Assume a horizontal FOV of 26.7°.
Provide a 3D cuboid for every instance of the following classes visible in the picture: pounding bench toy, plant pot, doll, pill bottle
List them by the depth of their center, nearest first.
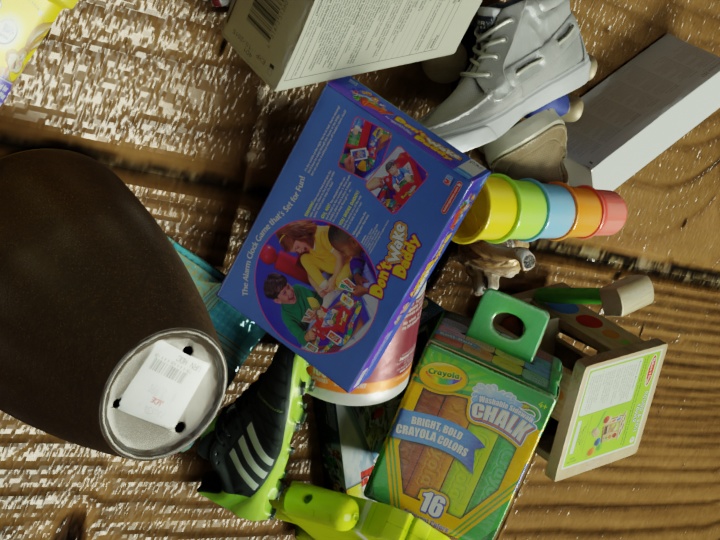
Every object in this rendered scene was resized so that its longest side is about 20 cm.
[{"bbox_3d":[-0.179,0.039,1.019,0.186,0.200,0.188,-18,122,-31],"label":"plant pot"},{"bbox_3d":[0.000,0.000,1.260,0.114,0.114,0.201,-16,126,-39],"label":"pill bottle"},{"bbox_3d":[0.127,-0.169,1.330,0.199,0.048,0.137,5,107,-47],"label":"doll"},{"bbox_3d":[0.197,0.068,1.476,0.124,0.156,0.201,-11,123,-40],"label":"pounding bench toy"}]

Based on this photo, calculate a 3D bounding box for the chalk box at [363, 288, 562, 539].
[{"bbox_3d":[0.102,0.119,1.344,0.124,0.124,0.201,-48,160,-74],"label":"chalk box"}]

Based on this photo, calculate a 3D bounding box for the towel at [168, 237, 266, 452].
[{"bbox_3d":[-0.161,0.055,1.205,0.147,0.022,0.200,-55,141,-4],"label":"towel"}]

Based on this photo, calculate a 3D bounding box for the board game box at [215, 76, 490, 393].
[{"bbox_3d":[-0.009,-0.027,1.162,0.201,0.134,0.045,-60,168,24],"label":"board game box"}]

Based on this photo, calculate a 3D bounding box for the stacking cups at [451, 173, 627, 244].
[{"bbox_3d":[0.148,-0.050,1.283,0.199,0.060,0.061,0,115,-47],"label":"stacking cups"}]

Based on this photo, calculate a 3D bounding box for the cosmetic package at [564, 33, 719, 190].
[{"bbox_3d":[0.261,-0.146,1.458,0.200,0.082,0.051,-36,136,-23],"label":"cosmetic package"}]

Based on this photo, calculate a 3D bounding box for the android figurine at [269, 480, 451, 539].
[{"bbox_3d":[0.009,0.241,1.362,0.182,0.199,0.041,50,60,-47],"label":"android figurine"}]

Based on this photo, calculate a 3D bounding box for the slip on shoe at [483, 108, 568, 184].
[{"bbox_3d":[0.152,-0.088,1.334,0.076,0.061,0.200,-28,170,0],"label":"slip on shoe"}]

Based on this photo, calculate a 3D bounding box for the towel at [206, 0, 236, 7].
[{"bbox_3d":[-0.039,-0.288,1.101,0.199,0.023,0.145,-30,133,-29],"label":"towel"}]

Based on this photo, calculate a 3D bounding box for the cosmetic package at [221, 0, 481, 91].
[{"bbox_3d":[0.004,-0.207,1.130,0.199,0.071,0.106,-18,146,-44],"label":"cosmetic package"}]

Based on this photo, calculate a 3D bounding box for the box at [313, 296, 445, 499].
[{"bbox_3d":[0.023,0.136,1.435,0.136,0.038,0.201,-30,134,-29],"label":"box"}]

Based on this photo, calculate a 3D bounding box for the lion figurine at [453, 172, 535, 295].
[{"bbox_3d":[0.091,-0.049,1.348,0.200,0.122,0.073,43,73,-34],"label":"lion figurine"}]

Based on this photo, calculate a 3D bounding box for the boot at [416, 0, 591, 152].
[{"bbox_3d":[0.103,-0.167,1.240,0.199,0.073,0.096,-33,115,-32],"label":"boot"}]

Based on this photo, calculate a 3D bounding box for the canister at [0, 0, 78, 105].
[{"bbox_3d":[-0.273,-0.136,0.911,0.201,0.086,0.148,-57,141,2],"label":"canister"}]

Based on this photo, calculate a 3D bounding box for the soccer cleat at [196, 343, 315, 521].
[{"bbox_3d":[-0.090,0.132,1.261,0.068,0.080,0.201,-71,179,-52],"label":"soccer cleat"}]
